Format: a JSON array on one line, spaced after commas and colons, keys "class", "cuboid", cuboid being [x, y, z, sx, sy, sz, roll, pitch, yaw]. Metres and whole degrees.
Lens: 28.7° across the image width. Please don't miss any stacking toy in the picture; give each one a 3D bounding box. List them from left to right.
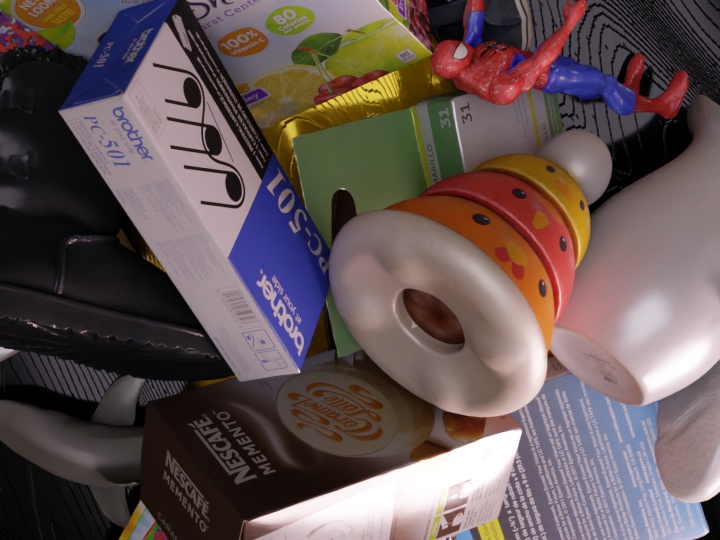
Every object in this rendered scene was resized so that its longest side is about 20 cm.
[{"class": "stacking toy", "cuboid": [0.088, -0.025, 0.846, 0.146, 0.146, 0.200, 49, 57, -9]}]

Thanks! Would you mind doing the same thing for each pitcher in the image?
[{"class": "pitcher", "cuboid": [0.221, -0.010, 0.887, 0.200, 0.171, 0.121, -50, 121, -15]}]

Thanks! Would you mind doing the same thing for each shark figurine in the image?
[{"class": "shark figurine", "cuboid": [-0.137, 0.114, 0.961, 0.214, 0.090, 0.129, -22, 102, 3]}]

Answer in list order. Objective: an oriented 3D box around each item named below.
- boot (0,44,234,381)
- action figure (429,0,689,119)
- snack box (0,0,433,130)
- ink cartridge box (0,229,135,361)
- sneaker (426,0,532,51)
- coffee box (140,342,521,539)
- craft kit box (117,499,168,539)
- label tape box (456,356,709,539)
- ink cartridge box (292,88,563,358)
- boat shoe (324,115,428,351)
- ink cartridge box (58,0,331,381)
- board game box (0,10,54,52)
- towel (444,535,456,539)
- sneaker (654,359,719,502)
[{"class": "boot", "cuboid": [-0.148, -0.029, 0.807, 0.198, 0.073, 0.163, 17, 64, -37]}, {"class": "action figure", "cuboid": [0.127, -0.150, 0.887, 0.199, 0.065, 0.099, -4, 113, -37]}, {"class": "snack box", "cuboid": [-0.080, -0.161, 0.805, 0.168, 0.200, 0.068, -21, 58, 26]}, {"class": "ink cartridge box", "cuboid": [-0.254, 0.017, 0.906, 0.200, 0.148, 0.086, -29, 101, 1]}, {"class": "sneaker", "cuboid": [0.039, -0.198, 0.895, 0.078, 0.079, 0.200, -13, 121, 38]}, {"class": "coffee box", "cuboid": [-0.018, 0.116, 0.849, 0.199, 0.114, 0.080, -14, 130, -34]}, {"class": "craft kit box", "cuboid": [-0.081, 0.236, 0.917, 0.200, 0.048, 0.198, 38, 109, 18]}, {"class": "label tape box", "cuboid": [0.125, 0.144, 0.989, 0.199, 0.063, 0.145, -18, 100, 1]}, {"class": "ink cartridge box", "cuboid": [0.058, -0.039, 0.906, 0.200, 0.048, 0.146, -20, 102, -41]}, {"class": "boat shoe", "cuboid": [0.004, 0.001, 0.940, 0.075, 0.075, 0.203, -14, 103, -43]}, {"class": "ink cartridge box", "cuboid": [-0.081, -0.041, 0.774, 0.044, 0.094, 0.200, -10, 129, 26]}, {"class": "board game box", "cuboid": [-0.249, -0.183, 0.910, 0.200, 0.032, 0.120, -28, 104, 16]}, {"class": "towel", "cuboid": [-0.024, 0.231, 0.959, 0.199, 0.086, 0.166, 7, 100, 26]}, {"class": "sneaker", "cuboid": [0.267, 0.078, 0.947, 0.105, 0.076, 0.201, 33, 63, -24]}]
